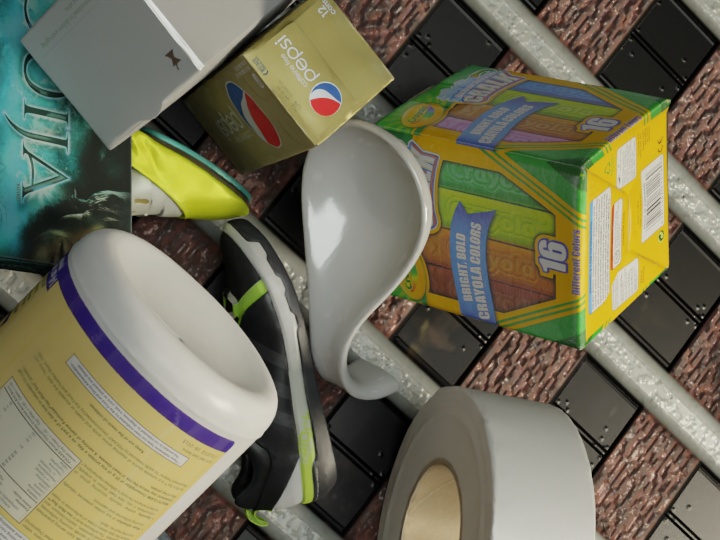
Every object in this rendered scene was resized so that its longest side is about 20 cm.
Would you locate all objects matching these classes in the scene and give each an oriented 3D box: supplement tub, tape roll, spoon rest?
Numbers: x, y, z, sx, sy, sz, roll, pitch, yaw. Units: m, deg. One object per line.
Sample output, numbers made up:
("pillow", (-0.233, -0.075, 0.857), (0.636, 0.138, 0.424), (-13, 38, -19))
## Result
("supplement tub", (-0.160, 0.093, 0.814), (0.200, 0.146, 0.145), (-44, 102, 9))
("tape roll", (0.073, 0.179, 0.946), (0.070, 0.202, 0.205), (12, 85, -18))
("spoon rest", (0.000, 0.000, 0.933), (0.060, 0.099, 0.202), (-32, 135, -41))

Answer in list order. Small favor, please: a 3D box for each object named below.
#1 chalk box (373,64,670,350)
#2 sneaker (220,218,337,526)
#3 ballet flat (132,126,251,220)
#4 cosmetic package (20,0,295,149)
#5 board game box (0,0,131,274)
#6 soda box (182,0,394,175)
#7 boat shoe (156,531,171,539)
("chalk box", (0.085, -0.051, 0.960), (0.124, 0.198, 0.126), (-36, 129, -45))
("sneaker", (-0.074, 0.069, 0.964), (0.082, 0.072, 0.202), (-16, 97, -12))
("ballet flat", (-0.162, -0.075, 0.937), (0.199, 0.067, 0.067), (38, 75, -23))
("cosmetic package", (-0.090, -0.169, 0.867), (0.085, 0.107, 0.200), (51, 44, -9))
("board game box", (-0.192, -0.100, 0.849), (0.134, 0.028, 0.203), (9, 73, -41))
("soda box", (-0.051, -0.111, 0.911), (0.064, 0.200, 0.068), (-42, 100, -14))
("boat shoe", (-0.147, 0.234, 0.941), (0.090, 0.070, 0.202), (-25, 107, -34))
